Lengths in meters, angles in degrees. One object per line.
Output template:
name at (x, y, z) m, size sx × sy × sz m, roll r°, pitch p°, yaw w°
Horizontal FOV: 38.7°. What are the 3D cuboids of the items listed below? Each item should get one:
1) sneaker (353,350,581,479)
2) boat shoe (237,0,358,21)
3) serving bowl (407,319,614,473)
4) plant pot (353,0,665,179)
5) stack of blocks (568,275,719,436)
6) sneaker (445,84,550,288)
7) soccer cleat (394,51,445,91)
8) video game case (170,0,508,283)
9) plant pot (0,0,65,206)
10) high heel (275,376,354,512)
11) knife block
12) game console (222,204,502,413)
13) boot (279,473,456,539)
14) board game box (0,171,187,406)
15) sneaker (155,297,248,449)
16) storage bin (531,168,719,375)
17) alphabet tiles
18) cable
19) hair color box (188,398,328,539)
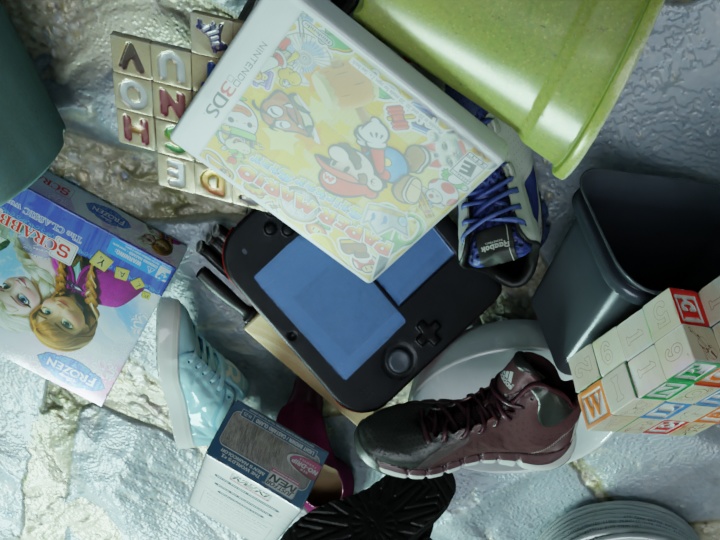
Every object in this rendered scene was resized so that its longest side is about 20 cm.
sneaker at (0.096, 0.110, 0.854) m, size 0.197 × 0.076 × 0.117 m, roll -1°, pitch 135°, yaw -13°
boat shoe at (-0.047, -0.203, 0.791) m, size 0.067 × 0.057 × 0.200 m, roll 36°, pitch 121°, yaw -16°
serving bowl at (0.140, 0.108, 0.945) m, size 0.196 × 0.066 × 0.202 m, roll 1°, pitch 138°, yaw 1°
plant pot at (0.101, -0.194, 0.705) m, size 0.182 × 0.201 × 0.202 m, roll 25°, pitch 123°, yaw 2°
stack of blocks at (0.257, 0.051, 0.727) m, size 0.114 × 0.059 × 0.200 m, roll 8°, pitch 146°, yaw -29°
sneaker at (0.108, -0.067, 0.820) m, size 0.079 × 0.116 × 0.201 m, roll -15°, pitch 119°, yaw 16°
soccer cleat at (-0.023, -0.123, 0.809) m, size 0.197 × 0.070 × 0.078 m, roll -7°, pitch 145°, yaw 22°
video game case at (-0.022, -0.094, 0.751) m, size 0.199 × 0.023 × 0.182 m, roll 35°, pitch 136°, yaw -12°
plant pot at (-0.344, -0.152, 0.801) m, size 0.197 × 0.202 × 0.198 m, roll -13°, pitch 127°, yaw 17°
high heel at (-0.051, 0.211, 1.034) m, size 0.066 × 0.097 × 0.202 m, roll -6°, pitch 121°, yaw 13°
knife block at (-0.067, 0.043, 0.950) m, size 0.172 × 0.064 × 0.203 m, roll 4°, pitch 123°, yaw 7°
game console at (0.000, 0.000, 0.870) m, size 0.176 × 0.031 × 0.201 m, roll -41°, pitch 100°, yaw 0°
boot at (-0.001, 0.275, 1.001) m, size 0.209 × 0.080 × 0.159 m, roll -23°, pitch 154°, yaw -26°
board game box at (-0.294, 0.011, 0.977) m, size 0.198 × 0.041 × 0.201 m, roll 28°, pitch 122°, yaw -10°
sneaker at (-0.151, 0.096, 0.990) m, size 0.080 × 0.075 × 0.202 m, roll -7°, pitch 139°, yaw -6°
storage bin at (0.237, 0.009, 0.836) m, size 0.197 × 0.147 × 0.135 m, roll 5°, pitch 138°, yaw -24°
alphabet tiles at (-0.097, -0.117, 0.786) m, size 0.197 × 0.008 × 0.169 m, roll 14°, pitch 134°, yaw 8°
cable at (0.275, 0.331, 1.078) m, size 0.198 × 0.070 × 0.201 m, roll -28°, pitch 114°, yaw 23°
hair color box at (-0.101, 0.199, 0.975) m, size 0.099 × 0.061 × 0.200 m, roll 29°, pitch 152°, yaw 0°
